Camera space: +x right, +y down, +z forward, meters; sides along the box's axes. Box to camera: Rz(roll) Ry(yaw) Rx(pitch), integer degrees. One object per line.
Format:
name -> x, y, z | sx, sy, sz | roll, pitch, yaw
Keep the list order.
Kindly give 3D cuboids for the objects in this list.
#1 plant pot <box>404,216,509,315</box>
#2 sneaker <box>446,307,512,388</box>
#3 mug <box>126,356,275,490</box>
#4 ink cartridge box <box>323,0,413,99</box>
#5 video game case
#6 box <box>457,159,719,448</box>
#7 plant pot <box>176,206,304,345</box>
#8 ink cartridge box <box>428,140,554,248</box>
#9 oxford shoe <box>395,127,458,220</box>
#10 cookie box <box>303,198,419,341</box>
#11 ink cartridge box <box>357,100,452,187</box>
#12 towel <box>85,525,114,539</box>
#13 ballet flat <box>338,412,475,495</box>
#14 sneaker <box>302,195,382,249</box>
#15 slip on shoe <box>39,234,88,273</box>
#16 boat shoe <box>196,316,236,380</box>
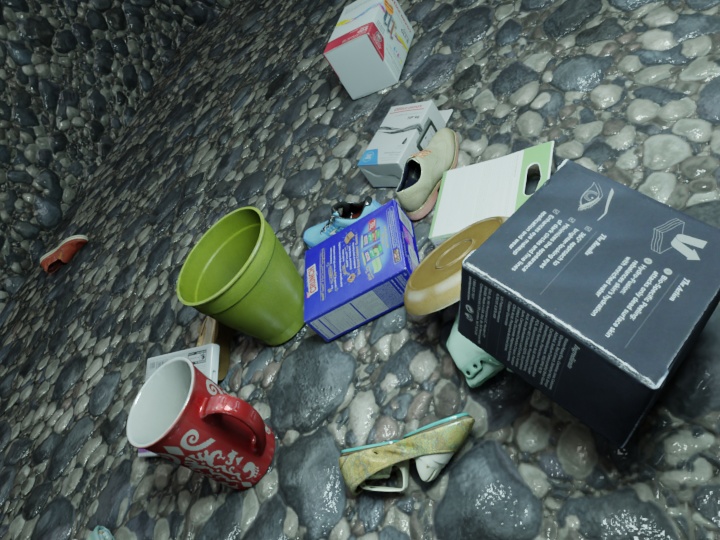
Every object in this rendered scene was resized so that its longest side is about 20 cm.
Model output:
plant pot -> 0.134, -0.015, 0.782 | 0.198, 0.028, 0.201 | -36, 13, 9
sneaker -> 0.193, 0.116, 0.709 | 0.200, 0.073, 0.121 | 43, 124, 33
mug -> -0.216, 0.245, 0.843 | 0.175, 0.201, 0.135 | 16, 65, 48
ink cartridge box -> 0.025, -0.561, 1.408 | 0.142, 0.146, 0.204 | -10, 49, 36
video game case -> -0.337, 0.243, 1.055 | 0.196, 0.023, 0.188 | -15, 67, 33
box -> 0.230, 0.022, 0.569 | 0.198, 0.119, 0.196 | 35, 61, 31
plant pot -> -0.188, 0.028, 1.022 | 0.197, 0.193, 0.204 | -25, 41, 24
ink cartridge box -> 0.210, -0.113, 0.902 | 0.196, 0.048, 0.148 | -9, 50, 37
oxford shoe -> 0.123, -0.192, 1.035 | 0.069, 0.074, 0.204 | -1, 55, 42
cookie box -> 0.000, 0.000, 0.970 | 0.197, 0.075, 0.174 | -27, 41, 21
ink cartridge box -> 0.091, -0.266, 1.138 | 0.114, 0.068, 0.203 | 6, 60, 45
towel -> -0.445, 0.541, 0.908 | 0.172, 0.048, 0.198 | -51, 38, -9
ballet flat -> 0.060, 0.236, 0.714 | 0.196, 0.071, 0.072 | -24, 41, 23
sneaker -> -0.035, -0.095, 1.079 | 0.196, 0.090, 0.080 | -18, 44, 32
slip on shoe -> -1.034, -0.058, 2.006 | 0.197, 0.074, 0.062 | -33, 73, 5
boat shoe -> -0.290, 0.124, 1.127 | 0.068, 0.074, 0.204 | -16, 46, 23
